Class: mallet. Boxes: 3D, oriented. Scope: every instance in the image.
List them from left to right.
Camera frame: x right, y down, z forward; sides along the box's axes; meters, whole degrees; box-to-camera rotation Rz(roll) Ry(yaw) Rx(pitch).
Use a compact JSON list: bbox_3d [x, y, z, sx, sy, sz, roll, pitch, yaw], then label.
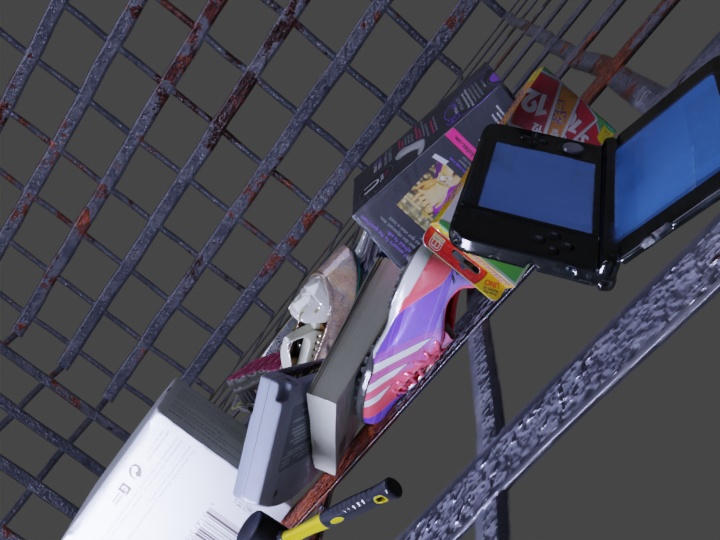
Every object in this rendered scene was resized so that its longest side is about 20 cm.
[{"bbox_3d":[-0.042,0.214,0.636,0.200,0.065,0.041,-47,12,39],"label":"mallet"}]

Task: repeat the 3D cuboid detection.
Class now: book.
[{"bbox_3d":[0.003,0.103,0.796,0.135,0.047,0.201,91,-158,-45],"label":"book"}]

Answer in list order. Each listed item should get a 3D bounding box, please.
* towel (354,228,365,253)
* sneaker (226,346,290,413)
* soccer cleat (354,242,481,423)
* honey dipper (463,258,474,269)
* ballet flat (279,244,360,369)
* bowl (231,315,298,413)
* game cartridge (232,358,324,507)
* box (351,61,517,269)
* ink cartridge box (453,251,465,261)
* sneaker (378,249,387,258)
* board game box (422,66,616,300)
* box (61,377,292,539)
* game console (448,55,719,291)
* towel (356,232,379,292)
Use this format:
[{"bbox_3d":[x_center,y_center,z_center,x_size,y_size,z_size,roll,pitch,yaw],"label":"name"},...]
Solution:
[{"bbox_3d":[0.068,-0.101,1.077,0.192,0.034,0.203,-32,-34,-54],"label":"towel"},{"bbox_3d":[-0.100,0.159,0.994,0.198,0.088,0.074,-21,13,43],"label":"sneaker"},{"bbox_3d":[0.052,0.075,0.717,0.068,0.072,0.203,-31,-36,-66],"label":"soccer cleat"},{"bbox_3d":[0.111,-0.003,0.785,0.201,0.038,0.038,-52,7,2],"label":"honey dipper"},{"bbox_3d":[-0.054,0.065,0.839,0.068,0.066,0.203,41,124,45],"label":"ballet flat"},{"bbox_3d":[-0.117,0.170,1.201,0.202,0.094,0.201,-53,7,9],"label":"bowl"},{"bbox_3d":[-0.067,0.165,0.751,0.200,0.040,0.136,8,-87,-73],"label":"game cartridge"},{"bbox_3d":[0.096,-0.105,0.776,0.199,0.106,0.123,-39,19,17],"label":"box"},{"bbox_3d":[0.114,-0.029,0.877,0.200,0.039,0.100,-48,10,28],"label":"ink cartridge box"},{"bbox_3d":[0.087,-0.048,0.983,0.201,0.078,0.089,-54,5,-4],"label":"sneaker"},{"bbox_3d":[0.147,-0.079,0.672,0.201,0.095,0.030,-55,9,-7],"label":"board game box"},{"bbox_3d":[-0.213,0.280,0.887,0.200,0.199,0.131,-53,8,3],"label":"box"},{"bbox_3d":[0.171,-0.092,0.536,0.201,0.173,0.118,-62,-16,-53],"label":"game console"},{"bbox_3d":[0.000,0.000,0.933,0.201,0.023,0.148,110,179,-50],"label":"towel"}]
